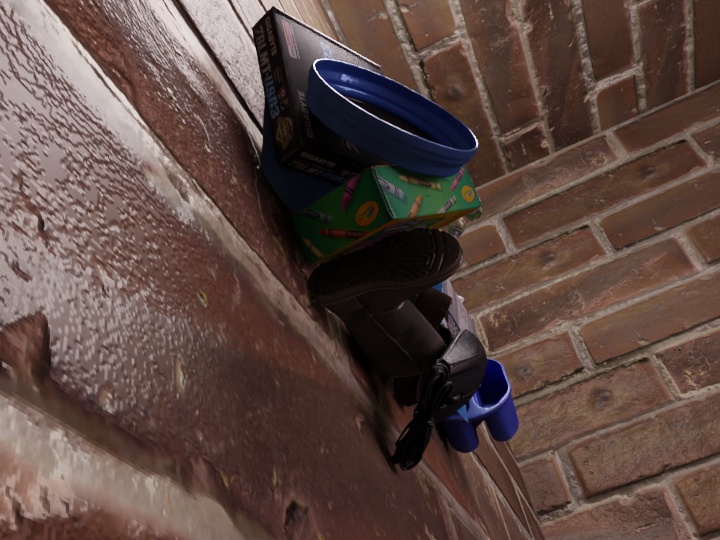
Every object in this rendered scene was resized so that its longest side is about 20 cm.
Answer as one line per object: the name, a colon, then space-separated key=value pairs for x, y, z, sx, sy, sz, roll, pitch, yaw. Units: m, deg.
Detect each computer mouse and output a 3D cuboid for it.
computer mouse: x=0.106 y=0.138 z=0.808 sx=0.200 sy=0.052 sz=0.139 roll=-40 pitch=152 yaw=-60

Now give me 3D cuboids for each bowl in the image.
bowl: x=0.032 y=-0.165 z=0.755 sx=0.199 sy=0.040 sz=0.201 roll=22 pitch=27 yaw=-12

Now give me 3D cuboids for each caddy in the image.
caddy: x=0.200 y=0.227 z=1.235 sx=0.200 sy=0.140 sz=0.106 roll=-88 pitch=156 yaw=-71

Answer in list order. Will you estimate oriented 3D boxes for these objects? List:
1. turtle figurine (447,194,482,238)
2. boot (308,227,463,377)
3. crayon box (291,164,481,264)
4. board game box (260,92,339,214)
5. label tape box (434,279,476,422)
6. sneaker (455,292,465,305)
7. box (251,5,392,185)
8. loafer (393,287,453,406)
turtle figurine: x=0.116 y=-0.064 z=1.165 sx=0.193 sy=0.144 sz=0.201 roll=-16 pitch=62 yaw=-43
boot: x=0.055 y=0.048 z=0.768 sx=0.200 sy=0.181 sz=0.073 roll=54 pitch=34 yaw=-41
crayon box: x=0.035 y=-0.066 z=0.768 sx=0.199 sy=0.118 sz=0.059 roll=-13 pitch=79 yaw=-54
board game box: x=-0.065 y=-0.120 z=0.824 sx=0.157 sy=0.039 sz=0.201 roll=28 pitch=45 yaw=-37
label tape box: x=0.145 y=0.117 z=1.094 sx=0.200 sy=0.066 sz=0.144 roll=55 pitch=23 yaw=-27
sneaker: x=0.117 y=0.044 z=1.232 sx=0.081 sy=0.114 sz=0.201 roll=-50 pitch=-135 yaw=50
box: x=-0.030 y=-0.195 z=0.846 sx=0.198 sy=0.050 sz=0.201 roll=15 pitch=54 yaw=-47
loafer: x=0.085 y=0.106 z=0.911 sx=0.073 sy=0.071 sz=0.201 roll=-67 pitch=162 yaw=-49
